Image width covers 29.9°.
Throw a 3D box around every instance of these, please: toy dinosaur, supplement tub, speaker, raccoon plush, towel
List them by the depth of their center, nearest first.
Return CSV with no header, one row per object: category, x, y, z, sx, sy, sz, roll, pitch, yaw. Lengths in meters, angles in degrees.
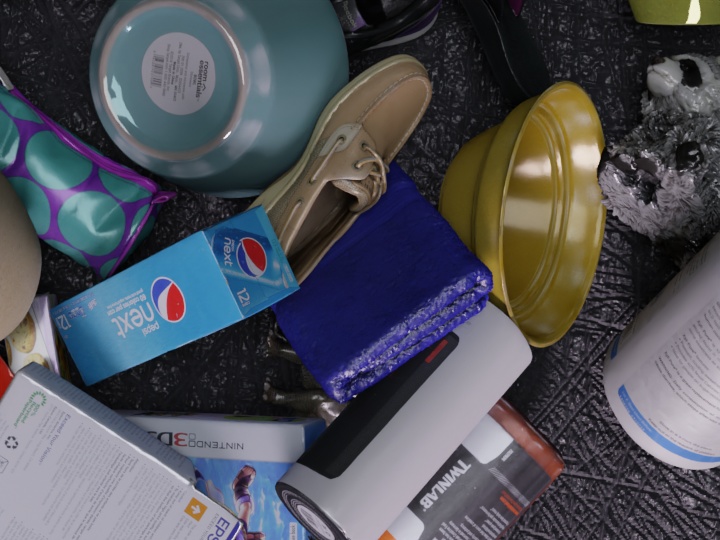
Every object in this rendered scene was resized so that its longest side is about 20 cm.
speaker,0.034,0.108,0.963,0.081,0.081,0.200,46,69,-3
supplement tub,0.281,0.049,0.998,0.132,0.200,0.132,13,53,-18
towel,0.000,0.000,1.003,0.148,0.200,0.050,-37,131,0
supplement tub,0.056,0.184,1.039,0.107,0.107,0.200,44,86,-3
toy dinosaur,-0.023,0.089,1.049,0.102,0.077,0.201,5,87,2
raccoon plush,0.264,-0.079,1.086,0.134,0.097,0.200,-51,137,-31

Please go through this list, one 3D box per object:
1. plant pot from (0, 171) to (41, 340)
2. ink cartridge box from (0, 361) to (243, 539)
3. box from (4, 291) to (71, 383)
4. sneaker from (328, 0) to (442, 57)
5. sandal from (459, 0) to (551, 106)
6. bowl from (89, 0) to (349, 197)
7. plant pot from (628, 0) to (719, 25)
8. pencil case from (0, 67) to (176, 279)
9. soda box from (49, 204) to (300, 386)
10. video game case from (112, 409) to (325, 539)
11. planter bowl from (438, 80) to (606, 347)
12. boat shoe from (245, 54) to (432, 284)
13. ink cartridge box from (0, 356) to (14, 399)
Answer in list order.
plant pot,-0.306,-0.010,0.950,0.134,0.200,0.201,20,88,-46
ink cartridge box,-0.213,0.201,1.001,0.200,0.041,0.200,34,102,2
box,-0.243,0.118,1.047,0.041,0.039,0.201,-8,91,-1
sneaker,-0.030,-0.190,1.041,0.200,0.088,0.076,-27,92,-4
sandal,0.107,-0.228,1.059,0.048,0.075,0.201,-22,101,37
bowl,-0.119,-0.144,0.990,0.200,0.105,0.202,4,104,17
plant pot,0.260,-0.293,1.036,0.186,0.187,0.201,-3,105,-5
pencil case,-0.245,-0.084,1.025,0.200,0.085,0.092,37,110,-4
soda box,-0.139,0.021,0.983,0.064,0.200,0.068,-28,93,-46
video game case,-0.116,0.209,1.019,0.181,0.045,0.201,0,90,22
planter bowl,0.115,-0.046,1.034,0.083,0.200,0.201,9,89,31
boat shoe,-0.008,-0.069,0.988,0.200,0.064,0.071,-51,137,-2
ink cartridge box,-0.376,0.073,1.016,0.173,0.044,0.200,-36,88,6
